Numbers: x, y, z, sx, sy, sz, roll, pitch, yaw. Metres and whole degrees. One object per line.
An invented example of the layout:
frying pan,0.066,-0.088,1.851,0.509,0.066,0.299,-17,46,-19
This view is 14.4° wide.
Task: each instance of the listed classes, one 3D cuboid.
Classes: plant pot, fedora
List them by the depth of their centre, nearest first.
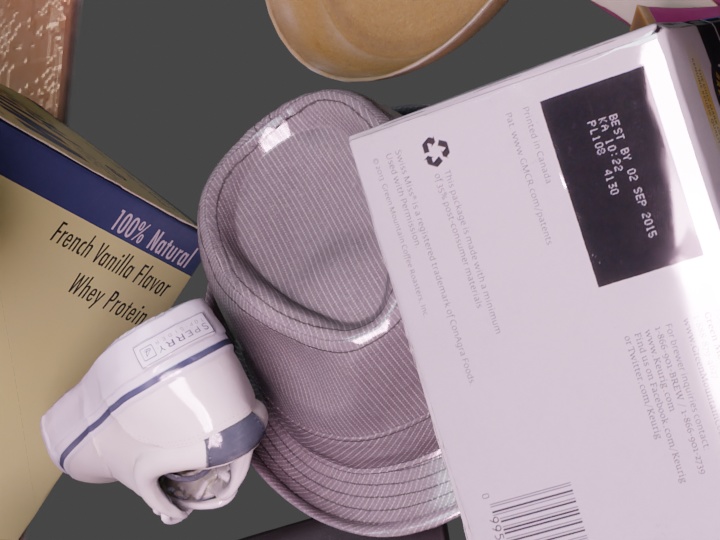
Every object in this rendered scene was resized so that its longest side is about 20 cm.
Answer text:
fedora,0.000,0.000,1.171,0.176,0.090,0.201,-31,51,11
plant pot,0.030,-0.175,1.247,0.200,0.027,0.201,-23,58,43

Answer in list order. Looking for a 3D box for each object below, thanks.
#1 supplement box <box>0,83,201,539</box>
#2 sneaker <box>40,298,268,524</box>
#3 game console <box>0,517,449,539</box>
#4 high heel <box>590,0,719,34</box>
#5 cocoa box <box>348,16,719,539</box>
supplement box,-0.209,0.009,1.246,0.134,0.200,0.200,35,93,33
sneaker,-0.085,0.072,1.175,0.073,0.200,0.071,-26,83,-15
game console,-0.055,0.191,1.141,0.116,0.175,0.201,-40,50,48
high heel,0.141,-0.132,1.187,0.200,0.095,0.068,-109,28,-50
cocoa box,0.103,0.019,1.051,0.133,0.131,0.201,-17,90,25
